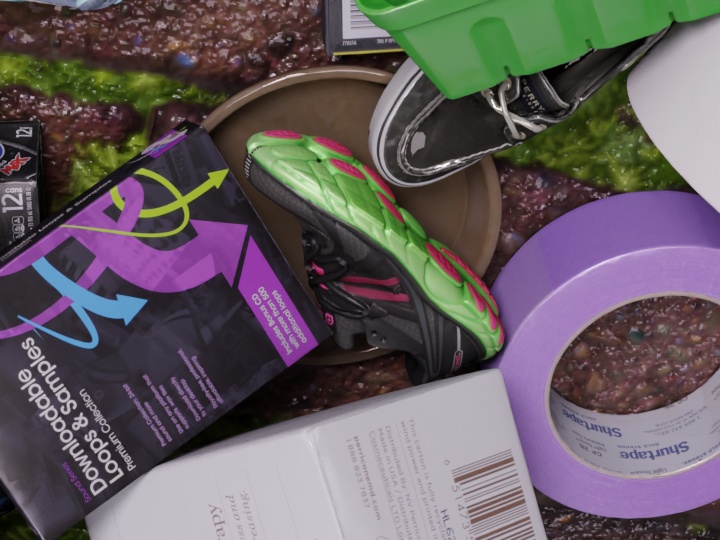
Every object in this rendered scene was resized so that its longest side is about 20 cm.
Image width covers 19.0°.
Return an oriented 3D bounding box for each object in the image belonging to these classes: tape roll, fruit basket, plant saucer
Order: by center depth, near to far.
[{"bbox_3d":[0.080,-0.210,1.054,0.214,0.156,0.216,-4,137,-4],"label":"fruit basket"},{"bbox_3d":[0.261,-0.094,1.142,0.202,0.203,0.139,27,115,-23],"label":"tape roll"},{"bbox_3d":[-0.018,-0.034,1.248,0.198,0.030,0.201,-3,123,-5],"label":"plant saucer"},{"bbox_3d":[0.174,0.053,1.308,0.198,0.066,0.201,-4,124,-5],"label":"tape roll"}]

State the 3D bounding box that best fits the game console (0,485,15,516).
[{"bbox_3d":[-0.280,0.146,1.239,0.176,0.031,0.200,-3,162,-32],"label":"game console"}]

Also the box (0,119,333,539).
[{"bbox_3d":[-0.132,0.034,1.173,0.199,0.036,0.143,-36,109,-11],"label":"box"}]

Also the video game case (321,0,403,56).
[{"bbox_3d":[0.067,-0.213,1.145,0.179,0.026,0.201,-4,123,-5],"label":"video game case"}]

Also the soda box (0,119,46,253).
[{"bbox_3d":[-0.209,0.018,1.230,0.063,0.071,0.201,-2,124,-5],"label":"soda box"}]

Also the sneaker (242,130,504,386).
[{"bbox_3d":[0.000,0.000,1.211,0.084,0.077,0.200,-39,118,13],"label":"sneaker"}]

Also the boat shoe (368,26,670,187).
[{"bbox_3d":[0.086,-0.108,1.160,0.200,0.064,0.071,-39,119,17],"label":"boat shoe"}]

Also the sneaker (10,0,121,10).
[{"bbox_3d":[-0.119,-0.165,1.114,0.198,0.087,0.078,-7,125,-3],"label":"sneaker"}]

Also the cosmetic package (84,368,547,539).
[{"bbox_3d":[-0.019,0.167,1.215,0.199,0.166,0.169,-18,87,43],"label":"cosmetic package"}]
